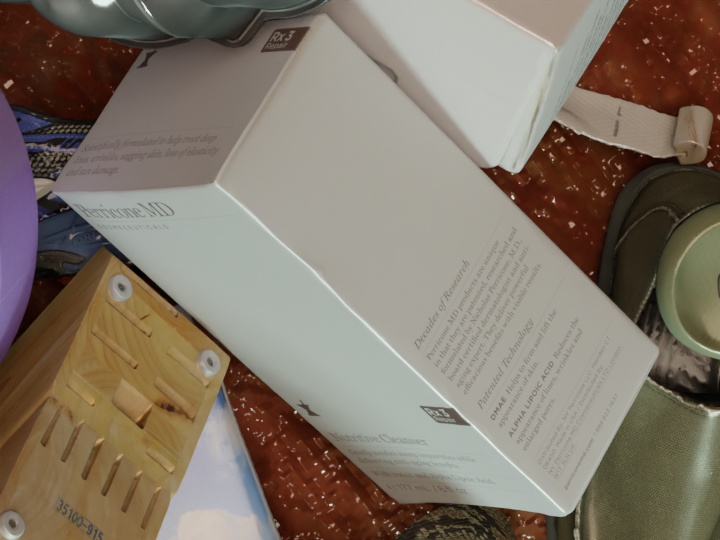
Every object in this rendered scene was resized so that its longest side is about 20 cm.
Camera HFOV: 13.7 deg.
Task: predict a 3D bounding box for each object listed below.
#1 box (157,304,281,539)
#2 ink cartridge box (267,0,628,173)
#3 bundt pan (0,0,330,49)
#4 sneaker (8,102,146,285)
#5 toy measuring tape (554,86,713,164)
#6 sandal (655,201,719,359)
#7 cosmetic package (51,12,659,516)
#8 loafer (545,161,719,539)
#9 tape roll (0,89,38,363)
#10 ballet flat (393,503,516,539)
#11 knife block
[{"bbox_3d":[-0.087,0.125,1.153,0.122,0.048,0.201,-21,94,-6],"label":"box"},{"bbox_3d":[0.045,-0.156,1.086,0.146,0.084,0.200,29,58,6],"label":"ink cartridge box"},{"bbox_3d":[-0.079,-0.166,0.975,0.201,0.076,0.203,5,104,22],"label":"bundt pan"},{"bbox_3d":[-0.146,-0.024,1.138,0.199,0.075,0.079,-13,85,-14],"label":"sneaker"},{"bbox_3d":[0.048,-0.097,1.145,0.199,0.074,0.074,18,90,-4],"label":"toy measuring tape"},{"bbox_3d":[0.210,0.002,1.097,0.200,0.057,0.080,-10,98,0],"label":"sandal"},{"bbox_3d":[0.000,0.000,1.087,0.200,0.113,0.081,41,66,-27],"label":"cosmetic package"},{"bbox_3d":[0.116,0.057,1.161,0.075,0.070,0.201,4,91,-6],"label":"loafer"},{"bbox_3d":[-0.217,-0.012,1.050,0.199,0.066,0.201,2,105,6],"label":"tape roll"},{"bbox_3d":[0.009,0.152,1.111,0.200,0.075,0.068,-36,104,-32],"label":"ballet flat"},{"bbox_3d":[-0.149,0.104,1.093,0.064,0.175,0.200,43,44,-23],"label":"knife block"}]
